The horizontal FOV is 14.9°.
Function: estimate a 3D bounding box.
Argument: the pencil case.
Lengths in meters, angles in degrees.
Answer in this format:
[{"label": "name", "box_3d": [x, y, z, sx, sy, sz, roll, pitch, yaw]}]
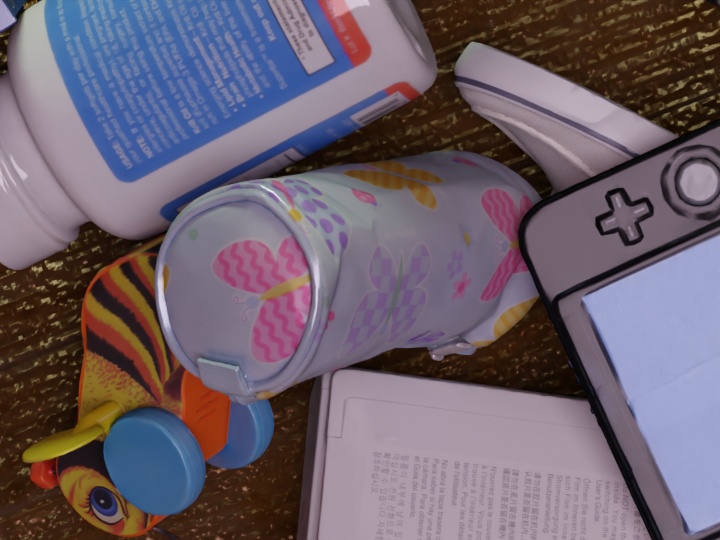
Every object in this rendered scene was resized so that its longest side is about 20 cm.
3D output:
[{"label": "pencil case", "box_3d": [0.000, 0.000, 1.145, 0.083, 0.200, 0.091, 28, 109, 27]}]

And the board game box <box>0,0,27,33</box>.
[{"label": "board game box", "box_3d": [-0.200, -0.082, 1.107, 0.135, 0.200, 0.035, -32, 99, 0]}]

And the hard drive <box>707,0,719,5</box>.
[{"label": "hard drive", "box_3d": [0.233, -0.211, 1.219, 0.140, 0.033, 0.200, 4, 98, -7]}]

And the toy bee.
[{"label": "toy bee", "box_3d": [-0.101, 0.074, 1.185, 0.109, 0.131, 0.200, 12, 96, 31]}]

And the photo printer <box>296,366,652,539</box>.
[{"label": "photo printer", "box_3d": [0.071, 0.133, 1.208, 0.200, 0.069, 0.166, 7, 71, -7]}]

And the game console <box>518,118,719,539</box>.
[{"label": "game console", "box_3d": [0.179, 0.035, 1.118, 0.172, 0.119, 0.200, -24, 93, 1]}]

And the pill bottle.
[{"label": "pill bottle", "box_3d": [-0.078, -0.081, 1.159, 0.200, 0.112, 0.112, -27, 100, 9]}]

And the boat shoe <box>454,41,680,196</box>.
[{"label": "boat shoe", "box_3d": [0.120, -0.029, 1.218, 0.200, 0.071, 0.070, 29, 92, -16]}]
